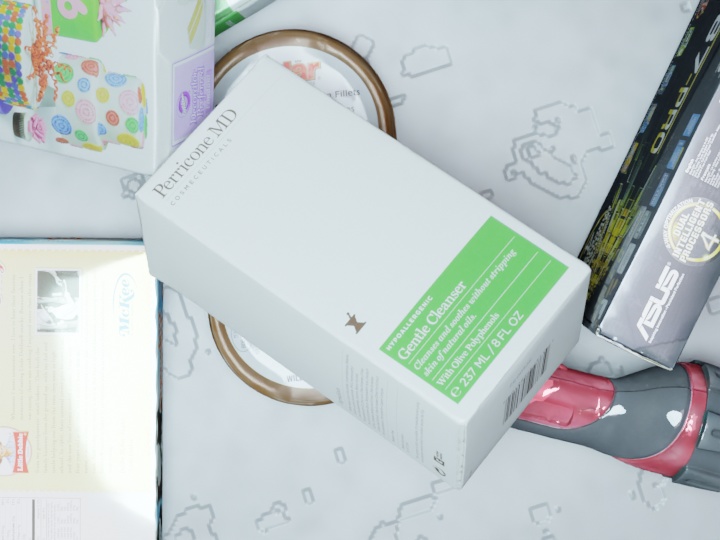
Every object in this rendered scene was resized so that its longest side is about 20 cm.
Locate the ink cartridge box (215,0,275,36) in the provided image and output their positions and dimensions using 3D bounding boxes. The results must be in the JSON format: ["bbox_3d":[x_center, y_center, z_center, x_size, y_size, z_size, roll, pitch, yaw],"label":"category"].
[{"bbox_3d":[-0.050,-0.220,1.174,0.199,0.083,0.147,-29,92,3],"label":"ink cartridge box"}]

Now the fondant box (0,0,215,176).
[{"bbox_3d":[-0.169,-0.141,1.134,0.199,0.058,0.145,14,115,26],"label":"fondant box"}]

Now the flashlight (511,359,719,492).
[{"bbox_3d":[0.104,0.061,1.180,0.199,0.068,0.068,16,96,-13],"label":"flashlight"}]

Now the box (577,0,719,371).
[{"bbox_3d":[0.169,-0.055,1.143,0.049,0.161,0.201,26,94,-6],"label":"box"}]

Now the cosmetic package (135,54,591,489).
[{"bbox_3d":[0.000,0.000,1.108,0.199,0.085,0.108,33,68,16],"label":"cosmetic package"}]

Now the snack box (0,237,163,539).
[{"bbox_3d":[-0.163,0.083,1.216,0.115,0.037,0.202,1,93,0],"label":"snack box"}]

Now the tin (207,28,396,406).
[{"bbox_3d":[-0.031,-0.028,1.210,0.111,0.042,0.202,-7,93,-3],"label":"tin"}]
